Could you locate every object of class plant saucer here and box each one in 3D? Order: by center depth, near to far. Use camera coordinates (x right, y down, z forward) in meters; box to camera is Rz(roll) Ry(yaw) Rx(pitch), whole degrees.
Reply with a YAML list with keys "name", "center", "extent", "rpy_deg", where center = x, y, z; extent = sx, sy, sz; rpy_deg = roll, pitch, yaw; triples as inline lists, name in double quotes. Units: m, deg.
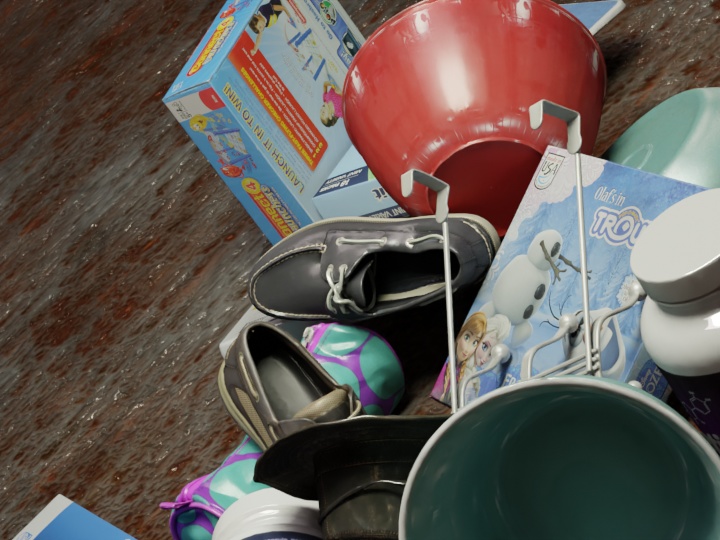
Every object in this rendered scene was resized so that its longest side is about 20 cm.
- name: "plant saucer"
  center: [0.205, -0.065, 1.734]
  extent: [0.200, 0.036, 0.200]
  rpy_deg: [-44, 13, 13]

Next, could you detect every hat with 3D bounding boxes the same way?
- name: "hat"
  center: [0.034, 0.145, 1.507]
  extent: [0.200, 0.200, 0.081]
  rpy_deg: [-21, 66, 29]

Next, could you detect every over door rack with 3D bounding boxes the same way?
- name: "over door rack"
  center: [0.111, 0.008, 1.570]
  extent: [0.148, 0.066, 0.201]
  rpy_deg: [-27, 67, 46]

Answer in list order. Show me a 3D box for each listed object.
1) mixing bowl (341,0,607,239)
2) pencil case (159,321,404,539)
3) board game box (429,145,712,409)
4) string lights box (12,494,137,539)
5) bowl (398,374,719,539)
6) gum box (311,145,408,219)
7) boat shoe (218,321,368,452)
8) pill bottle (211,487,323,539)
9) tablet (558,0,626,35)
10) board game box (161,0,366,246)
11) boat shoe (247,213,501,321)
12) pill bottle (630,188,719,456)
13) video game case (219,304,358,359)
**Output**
- name: "mixing bowl"
  center: [0.089, -0.095, 1.760]
  extent: [0.200, 0.200, 0.109]
  rpy_deg: [-27, 40, 18]
- name: "pencil case"
  center: [-0.053, 0.127, 1.727]
  extent: [0.085, 0.092, 0.200]
  rpy_deg: [-15, 32, 52]
- name: "board game box"
  center: [0.151, 0.026, 1.622]
  extent: [0.200, 0.043, 0.200]
  rpy_deg: [21, 84, 59]
- name: "string lights box"
  center: [-0.161, 0.231, 1.681]
  extent: [0.059, 0.103, 0.200]
  rpy_deg: [-44, 27, -16]
- name: "bowl"
  center: [0.131, 0.142, 1.409]
  extent: [0.200, 0.201, 0.105]
  rpy_deg: [-27, 7, 19]
- name: "gum box"
  center: [0.073, -0.117, 2.006]
  extent: [0.169, 0.045, 0.200]
  rpy_deg: [-15, 28, 37]
- name: "boat shoe"
  center: [-0.029, 0.114, 1.641]
  extent: [0.074, 0.073, 0.200]
  rpy_deg: [-35, 64, -24]
- name: "pill bottle"
  center: [-0.050, 0.232, 1.530]
  extent: [0.115, 0.116, 0.200]
  rpy_deg: [-29, 27, 14]
- name: "tablet"
  center: [0.116, -0.159, 1.963]
  extent: [0.200, 0.014, 0.130]
  rpy_deg: [-43, 25, -27]
- name: "board game box"
  center: [-0.054, -0.137, 2.043]
  extent: [0.056, 0.200, 0.196]
  rpy_deg: [-15, 32, 38]
- name: "boat shoe"
  center: [0.000, 0.000, 1.732]
  extent: [0.199, 0.073, 0.063]
  rpy_deg: [-10, 11, 24]
- name: "pill bottle"
  center: [0.234, 0.052, 1.382]
  extent: [0.112, 0.200, 0.113]
  rpy_deg: [-28, 27, 16]
- name: "video game case"
  center: [0.005, 0.005, 1.865]
  extent: [0.199, 0.023, 0.182]
  rpy_deg: [-20, 13, 20]
